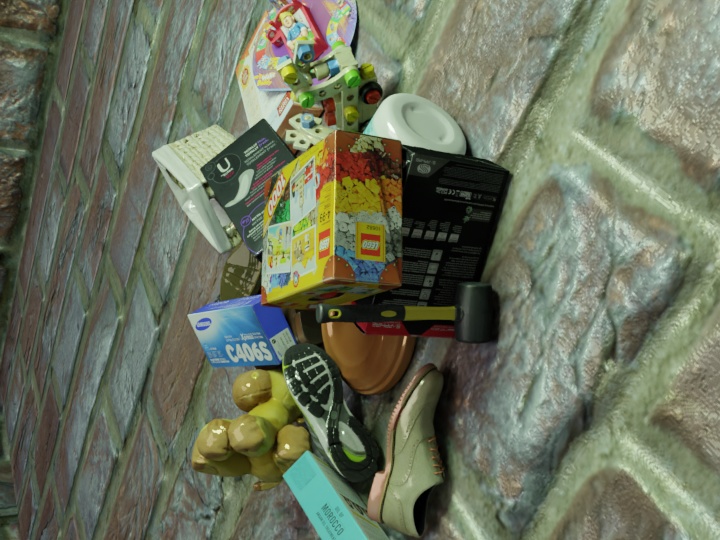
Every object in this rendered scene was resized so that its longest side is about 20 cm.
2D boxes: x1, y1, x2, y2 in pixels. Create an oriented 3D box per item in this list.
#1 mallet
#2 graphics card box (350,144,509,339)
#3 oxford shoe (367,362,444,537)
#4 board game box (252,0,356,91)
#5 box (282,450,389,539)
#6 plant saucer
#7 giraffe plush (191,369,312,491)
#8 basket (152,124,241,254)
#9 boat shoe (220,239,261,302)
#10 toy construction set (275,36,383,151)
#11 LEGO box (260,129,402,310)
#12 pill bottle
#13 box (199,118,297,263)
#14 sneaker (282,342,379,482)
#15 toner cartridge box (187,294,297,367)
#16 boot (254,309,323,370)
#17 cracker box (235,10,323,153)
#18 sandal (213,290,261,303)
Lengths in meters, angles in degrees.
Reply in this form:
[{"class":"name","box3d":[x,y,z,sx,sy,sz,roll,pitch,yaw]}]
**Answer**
[{"class":"mallet","box3d":[0.051,0.034,0.850,0.041,0.200,0.066,4,86,65]},{"class":"graphics card box","box3d":[0.071,-0.028,0.889,0.051,0.125,0.200,44,124,56]},{"class":"oxford shoe","box3d":[0.070,0.204,0.942,0.074,0.071,0.200,21,105,31]},{"class":"board game box","box3d":[-0.097,-0.340,1.199,0.200,0.039,0.158,10,81,41]},{"class":"box","box3d":[-0.017,0.314,1.020,0.049,0.082,0.200,-46,41,1]},{"class":"plant saucer","box3d":[0.002,0.060,1.074,0.200,0.037,0.200,-10,78,57]},{"class":"giraffe plush","box3d":[-0.128,0.205,1.167,0.172,0.200,0.162,-19,51,32]},{"class":"basket","box3d":[-0.231,-0.140,1.343,0.200,0.123,0.136,40,157,51]},{"class":"boat shoe","box3d":[-0.155,-0.027,1.275,0.073,0.063,0.201,22,97,33]},{"class":"toy construction set","box3d":[-0.042,-0.211,1.062,0.200,0.131,0.092,101,153,-66]},{"class":"LEGO box","box3d":[-0.035,-0.044,0.877,0.200,0.077,0.149,-21,66,62]},{"class":"pill bottle","box3d":[0.030,-0.101,0.977,0.200,0.111,0.111,-54,44,40]},{"class":"box","box3d":[-0.116,-0.093,1.149,0.122,0.106,0.200,-37,54,2]},{"class":"sneaker","box3d":[-0.049,0.189,1.081,0.200,0.074,0.081,63,155,17]},{"class":"toner cartridge box","box3d":[-0.176,0.091,1.227,0.200,0.043,0.095,-11,105,52]},{"class":"boot","box3d":[-0.121,0.050,1.255,0.200,0.064,0.187,-34,57,57]},{"class":"cracker box","box3d":[-0.131,-0.284,1.301,0.134,0.058,0.200,-48,47,44]},{"class":"sandal","box3d":[-0.176,0.015,1.340,0.075,0.045,0.200,47,112,30]}]
